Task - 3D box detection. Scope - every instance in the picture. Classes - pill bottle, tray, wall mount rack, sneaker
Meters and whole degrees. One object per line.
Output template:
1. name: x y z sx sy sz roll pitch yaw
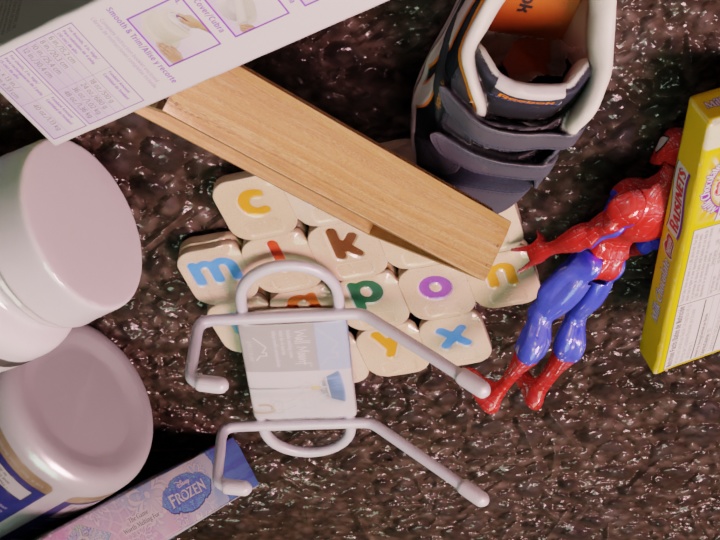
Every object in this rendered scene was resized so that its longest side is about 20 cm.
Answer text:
1. pill bottle: -0.226 0.007 0.807 0.200 0.114 0.114 -22 135 24
2. tray: -0.030 -0.057 0.700 0.200 0.037 0.099 27 178 -38
3. pill bottle: -0.234 0.120 0.939 0.200 0.116 0.116 -31 130 32
4. wall mount rack: -0.010 0.081 0.894 0.173 0.075 0.200 -2 141 3
5. sneaker: 0.069 -0.084 0.709 0.078 0.080 0.200 3 137 -7

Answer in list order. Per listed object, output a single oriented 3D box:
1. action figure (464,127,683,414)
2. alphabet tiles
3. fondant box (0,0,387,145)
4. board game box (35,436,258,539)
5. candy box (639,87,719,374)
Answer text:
1. action figure: 0.127 -0.001 0.829 0.065 0.052 0.200 5 135 -36
2. alphabet tiles: 0.000 0.000 0.867 0.199 0.015 0.196 -10 139 14
3. fondant box: -0.052 -0.148 0.594 0.199 0.145 0.058 -20 135 24
4. board game box: -0.197 0.193 0.984 0.200 0.199 0.043 -31 87 32
5. candy box: 0.209 -0.026 0.795 0.102 0.026 0.200 -16 141 -12
